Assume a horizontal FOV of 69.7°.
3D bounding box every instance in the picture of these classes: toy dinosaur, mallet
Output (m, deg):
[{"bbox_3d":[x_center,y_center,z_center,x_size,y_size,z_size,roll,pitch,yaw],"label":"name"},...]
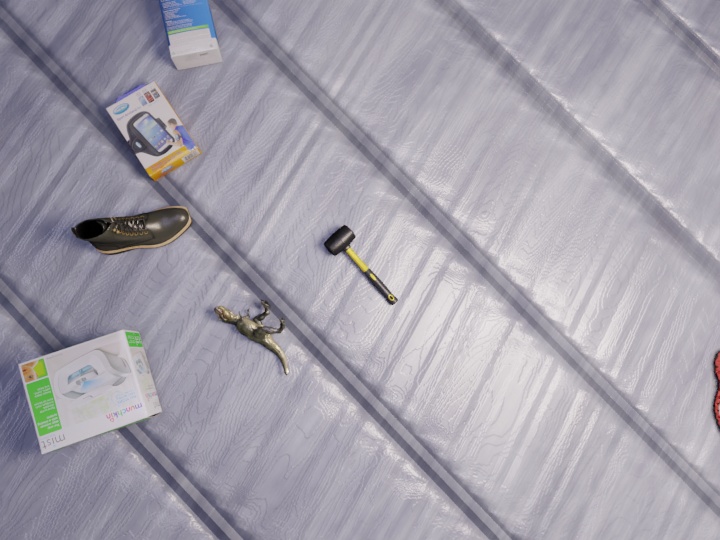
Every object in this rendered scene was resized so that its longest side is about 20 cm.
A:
[{"bbox_3d":[-0.202,0.119,1.064,0.200,0.047,0.088,39,96,1],"label":"toy dinosaur"},{"bbox_3d":[0.000,0.000,1.100,0.066,0.041,0.200,-35,90,-9],"label":"mallet"}]

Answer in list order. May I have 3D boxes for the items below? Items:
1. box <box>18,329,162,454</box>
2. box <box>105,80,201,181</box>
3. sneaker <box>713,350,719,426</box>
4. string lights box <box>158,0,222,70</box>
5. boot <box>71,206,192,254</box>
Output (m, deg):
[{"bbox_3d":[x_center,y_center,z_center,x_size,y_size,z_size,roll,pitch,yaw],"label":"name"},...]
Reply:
[{"bbox_3d":[-0.517,0.230,1.002,0.200,0.097,0.177,-18,82,-7],"label":"box"},{"bbox_3d":[-0.445,-0.306,1.101,0.119,0.041,0.200,-34,89,-7],"label":"box"},{"bbox_3d":[0.809,0.267,1.094,0.071,0.098,0.201,4,84,-6],"label":"sneaker"},{"bbox_3d":[-0.376,-0.552,1.127,0.103,0.059,0.200,-13,84,-6],"label":"string lights box"},{"bbox_3d":[-0.446,-0.085,1.024,0.200,0.138,0.078,-23,85,-7],"label":"boot"}]
